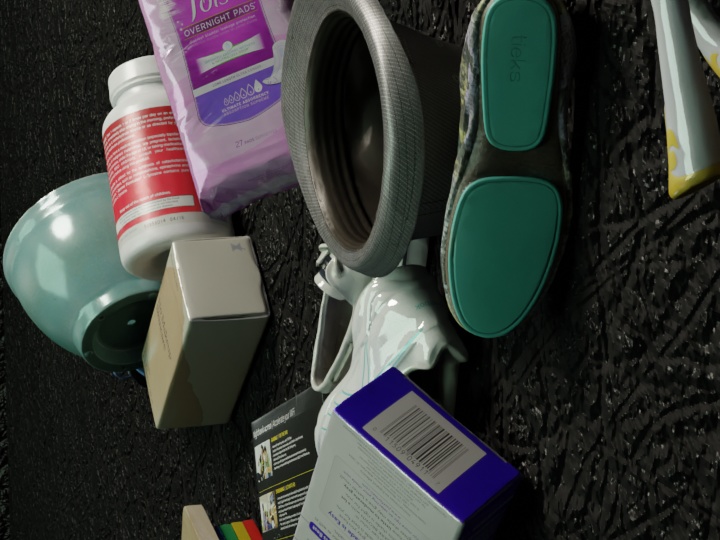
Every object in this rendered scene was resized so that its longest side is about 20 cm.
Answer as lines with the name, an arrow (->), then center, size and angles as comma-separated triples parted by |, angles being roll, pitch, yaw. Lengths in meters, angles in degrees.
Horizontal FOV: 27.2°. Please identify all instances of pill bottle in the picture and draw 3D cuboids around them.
pill bottle -> -0.190, -0.101, 1.443 | 0.112, 0.112, 0.201 | 130, 132, -61

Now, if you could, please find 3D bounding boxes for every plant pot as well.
plant pot -> -0.250, 0.018, 1.525 | 0.134, 0.200, 0.201 | 59, 147, 35

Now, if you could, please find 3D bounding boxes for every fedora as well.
fedora -> 0.024, -0.091, 0.913 | 0.200, 0.090, 0.177 | -119, 32, -48

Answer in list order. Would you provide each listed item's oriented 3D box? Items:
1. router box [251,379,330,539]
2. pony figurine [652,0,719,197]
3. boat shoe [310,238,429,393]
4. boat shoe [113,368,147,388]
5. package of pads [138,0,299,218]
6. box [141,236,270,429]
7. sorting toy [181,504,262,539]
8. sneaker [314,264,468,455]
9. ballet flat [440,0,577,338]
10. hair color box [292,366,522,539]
router box -> -0.031, 0.174, 1.160 | 0.200, 0.051, 0.150 | 144, 121, -66
pony figurine -> 0.130, -0.149, 0.558 | 0.201, 0.166, 0.193 | 66, 161, 8
boat shoe -> 0.000, 0.000, 1.027 | 0.072, 0.065, 0.201 | -120, 33, -50
boat shoe -> -0.237, 0.098, 1.641 | 0.200, 0.084, 0.069 | -152, 70, -68
package of pads -> -0.086, -0.150, 1.113 | 0.076, 0.120, 0.201 | 32, -141, -76
box -> -0.150, 0.062, 1.416 | 0.200, 0.077, 0.095 | 113, 147, -50
sorting toy -> -0.110, 0.350, 1.377 | 0.200, 0.069, 0.200 | -132, 42, -57
sneaker -> 0.020, 0.095, 0.990 | 0.080, 0.070, 0.201 | 56, 145, 41
ballet flat -> 0.084, -0.063, 0.818 | 0.072, 0.072, 0.201 | -135, 45, -60
hair color box -> 0.020, 0.170, 0.950 | 0.109, 0.065, 0.200 | 40, 137, 22
